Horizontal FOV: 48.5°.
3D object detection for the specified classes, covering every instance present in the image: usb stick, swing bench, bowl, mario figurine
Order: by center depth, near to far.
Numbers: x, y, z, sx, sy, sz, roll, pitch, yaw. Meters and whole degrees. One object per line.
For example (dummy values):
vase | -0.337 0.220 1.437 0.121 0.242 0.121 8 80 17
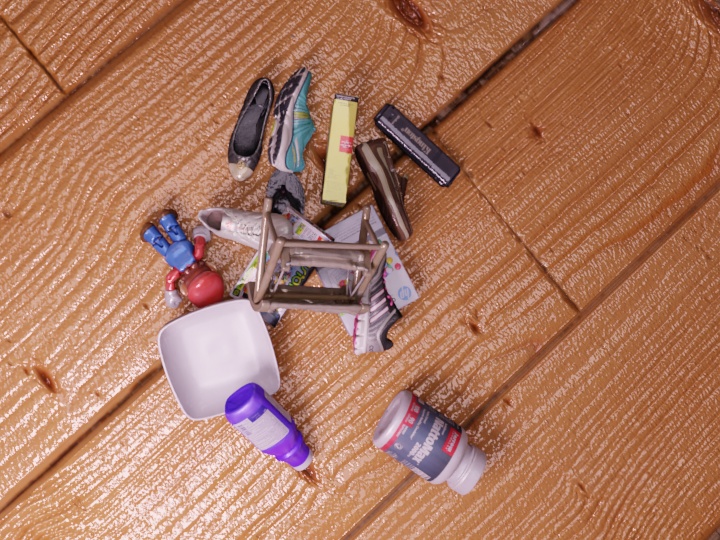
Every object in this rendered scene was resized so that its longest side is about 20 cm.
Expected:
swing bench | -0.079 -0.003 1.384 0.195 0.131 0.203 2 126 -21
bowl | -0.259 0.154 1.471 0.196 0.075 0.204 -18 107 -6
mario figurine | -0.327 -0.010 1.499 0.123 0.106 0.201 -42 81 30
usb stick | 0.111 -0.244 1.562 0.199 0.033 0.056 42 85 -3

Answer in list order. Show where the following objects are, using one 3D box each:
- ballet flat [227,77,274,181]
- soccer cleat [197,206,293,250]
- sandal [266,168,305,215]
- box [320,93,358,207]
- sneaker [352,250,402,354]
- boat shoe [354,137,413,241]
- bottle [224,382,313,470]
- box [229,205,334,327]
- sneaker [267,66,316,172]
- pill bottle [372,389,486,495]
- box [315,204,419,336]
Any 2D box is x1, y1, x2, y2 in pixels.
ballet flat | -0.211 -0.270 1.516 0.065 0.057 0.204 14 87 -5
soccer cleat | -0.211 -0.079 1.455 0.197 0.077 0.071 10 84 34
sandal | -0.143 -0.095 1.521 0.074 0.048 0.205 1 88 -5
box | -0.041 -0.227 1.525 0.049 0.075 0.204 8 86 -6
sneaker | 0.038 0.059 1.486 0.086 0.074 0.204 7 92 -7
boat shoe | 0.063 -0.161 1.535 0.074 0.075 0.205 -24 90 -12
bottle | -0.161 0.292 1.464 0.083 0.066 0.201 -33 121 12
box | -0.147 -0.007 1.498 0.109 0.035 0.202 34 100 -2
sneaker | -0.124 -0.286 1.530 0.079 0.077 0.204 14 84 -32
pill bottle | 0.133 0.327 1.502 0.198 0.120 0.121 34 85 -4
box | 0.000 0.000 1.538 0.154 0.041 0.203 -27 92 -6
